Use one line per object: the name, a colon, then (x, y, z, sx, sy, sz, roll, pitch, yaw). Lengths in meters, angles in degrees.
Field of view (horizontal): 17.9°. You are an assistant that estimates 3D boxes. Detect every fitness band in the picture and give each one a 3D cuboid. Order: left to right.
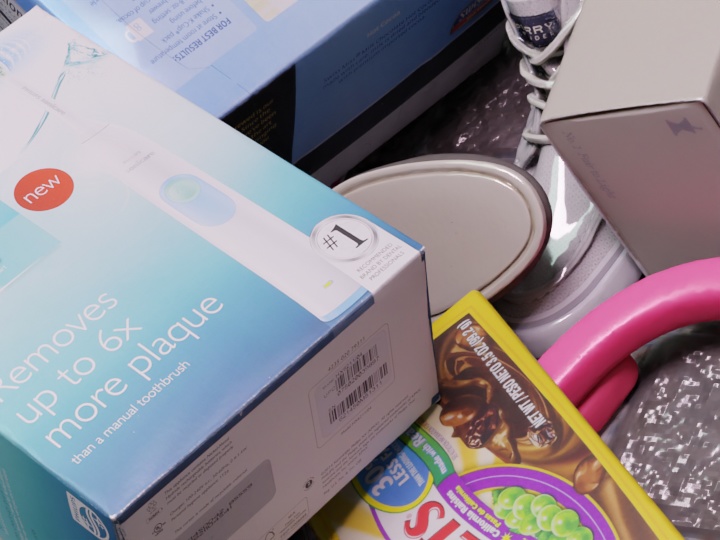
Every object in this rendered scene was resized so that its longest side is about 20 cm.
fitness band: (0.100, 0.081, 0.790, 0.143, 0.037, 0.200, 23, 70, 48)

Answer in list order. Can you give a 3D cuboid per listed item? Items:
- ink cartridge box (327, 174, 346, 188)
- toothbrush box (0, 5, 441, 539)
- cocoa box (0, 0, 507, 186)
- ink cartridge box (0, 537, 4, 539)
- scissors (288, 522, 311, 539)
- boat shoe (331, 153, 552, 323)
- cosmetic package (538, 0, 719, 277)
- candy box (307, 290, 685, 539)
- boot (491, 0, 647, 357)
ink cartridge box: (-0.037, -0.092, 1.033, 0.094, 0.037, 0.200, 20, 63, 10)
toothbrush box: (-0.094, 0.014, 0.797, 0.200, 0.085, 0.146, 33, 59, 31)
cocoa box: (-0.044, -0.114, 0.948, 0.200, 0.131, 0.133, -39, 71, -22)
ink cartridge box: (-0.115, 0.160, 0.821, 0.067, 0.116, 0.200, -29, 39, 13)
scissors: (-0.018, 0.121, 0.866, 0.073, 0.014, 0.200, -18, 42, 28)
boat shoe: (0.000, 0.000, 0.903, 0.200, 0.067, 0.057, -25, 0, 35)
cosmetic package: (0.147, -0.104, 0.879, 0.073, 0.104, 0.200, -4, 49, 37)
candy box: (0.048, 0.095, 0.771, 0.102, 0.026, 0.200, -41, 41, 3)
boot: (0.078, -0.070, 0.905, 0.073, 0.096, 0.200, -7, 49, 34)
